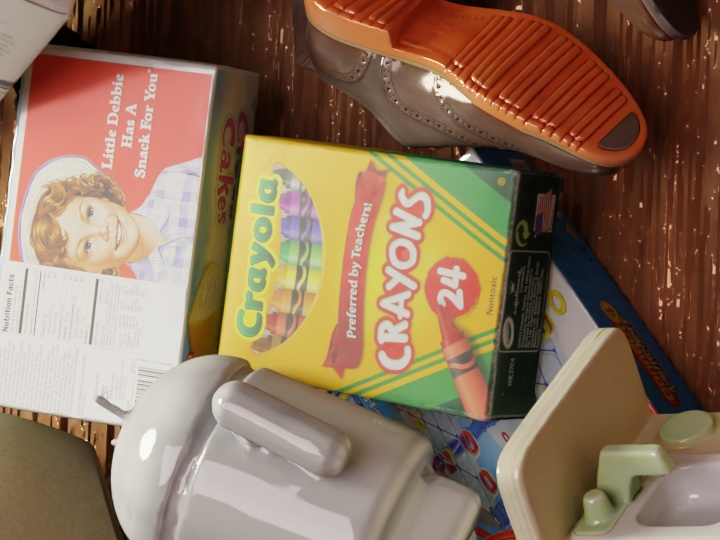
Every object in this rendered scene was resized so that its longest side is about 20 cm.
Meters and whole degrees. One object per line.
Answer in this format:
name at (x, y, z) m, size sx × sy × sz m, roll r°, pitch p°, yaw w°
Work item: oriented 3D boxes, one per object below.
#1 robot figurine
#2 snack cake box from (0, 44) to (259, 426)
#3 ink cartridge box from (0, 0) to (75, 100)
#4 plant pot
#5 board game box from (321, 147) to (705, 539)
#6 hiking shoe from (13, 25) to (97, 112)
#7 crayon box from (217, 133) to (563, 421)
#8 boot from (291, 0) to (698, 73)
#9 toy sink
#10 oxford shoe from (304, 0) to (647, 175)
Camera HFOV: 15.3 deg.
robot figurine at (-0.041, 0.113, 1.358) m, size 0.200 × 0.170 × 0.113 m, roll 22°, pitch 57°, yaw 10°
snack cake box at (-0.131, -0.018, 1.465) m, size 0.115 × 0.067 × 0.200 m, roll 8°, pitch 93°, yaw 19°
ink cartridge box at (-0.213, -0.159, 1.450) m, size 0.200 × 0.083 × 0.147 m, roll -40°, pitch 31°, yaw 52°
plant pot at (-0.203, 0.160, 1.521) m, size 0.134 × 0.200 × 0.200 m, roll -17°, pitch 78°, yaw -5°
board game box at (0.058, 0.073, 1.413) m, size 0.196 × 0.056 × 0.200 m, roll -44°, pitch 67°, yaw 24°
hiking shoe at (-0.175, -0.059, 1.554) m, size 0.101 × 0.076 × 0.200 m, roll -41°, pitch 69°, yaw 22°
crayon box at (0.000, 0.000, 1.389) m, size 0.200 × 0.051 × 0.127 m, roll 8°, pitch 94°, yaw 33°
boot at (0.061, -0.139, 1.415) m, size 0.200 × 0.064 × 0.186 m, roll -43°, pitch 67°, yaw 28°
toy sink at (0.163, 0.137, 1.252) m, size 0.112 × 0.130 × 0.200 m, roll -4°, pitch 117°, yaw 33°
oxford shoe at (0.058, -0.092, 1.371) m, size 0.200 × 0.071 × 0.073 m, roll 31°, pitch 139°, yaw 26°
